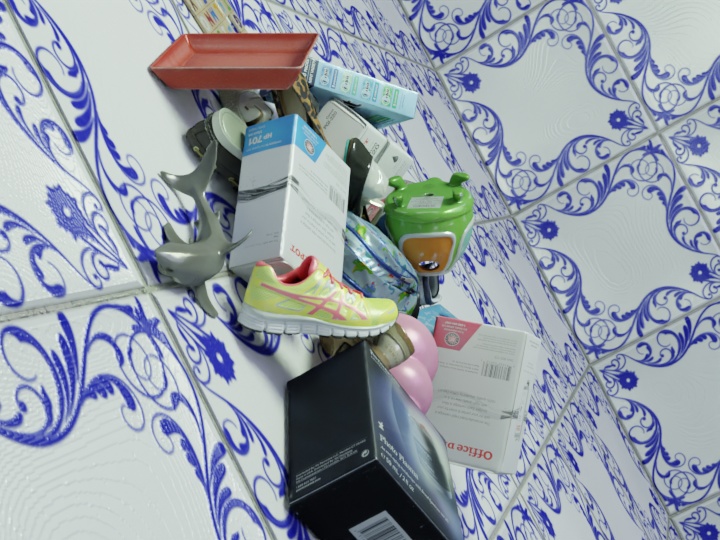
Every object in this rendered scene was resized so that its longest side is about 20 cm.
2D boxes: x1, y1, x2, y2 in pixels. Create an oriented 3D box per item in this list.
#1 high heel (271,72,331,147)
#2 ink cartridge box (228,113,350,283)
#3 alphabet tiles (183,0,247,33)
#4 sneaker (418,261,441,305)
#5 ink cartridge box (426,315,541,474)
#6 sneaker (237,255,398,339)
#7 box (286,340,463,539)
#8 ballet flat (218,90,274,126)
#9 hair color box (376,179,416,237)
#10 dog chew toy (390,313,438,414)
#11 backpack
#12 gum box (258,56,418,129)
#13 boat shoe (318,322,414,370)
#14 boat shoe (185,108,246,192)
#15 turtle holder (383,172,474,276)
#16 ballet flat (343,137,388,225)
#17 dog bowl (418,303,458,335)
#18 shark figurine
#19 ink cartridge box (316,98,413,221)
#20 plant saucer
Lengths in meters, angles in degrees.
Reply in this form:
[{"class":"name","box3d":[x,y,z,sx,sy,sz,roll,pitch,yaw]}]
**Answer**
[{"class":"high heel","box3d":[-0.083,-0.179,1.658,0.143,0.070,0.203,40,38,-68]},{"class":"ink cartridge box","box3d":[-0.085,-0.069,1.494,0.146,0.085,0.203,41,47,-51]},{"class":"alphabet tiles","box3d":[-0.227,-0.402,1.858,0.168,0.007,0.201,57,16,-16]},{"class":"sneaker","box3d":[0.071,0.008,1.878,0.201,0.107,0.071,-89,166,-67]},{"class":"ink cartridge box","box3d":[0.165,0.179,1.706,0.083,0.144,0.203,24,77,-63]},{"class":"sneaker","box3d":[-0.042,0.030,1.382,0.078,0.197,0.092,14,-81,63]},{"class":"box","box3d":[0.015,0.227,1.357,0.201,0.122,0.200,52,17,-32]},{"class":"ballet flat","box3d":[-0.134,-0.194,1.673,0.067,0.062,0.202,-20,81,-46]},{"class":"hair color box","box3d":[0.064,-0.097,1.988,0.061,0.099,0.200,56,-2,-9]},{"class":"dog chew toy","box3d":[0.043,0.153,1.585,0.125,0.123,0.202,50,28,-34]},{"class":"backpack","box3d":[0.000,0.000,1.675,0.199,0.154,0.164,5,40,-54]},{"class":"gum box","box3d":[-0.036,-0.268,1.820,0.197,0.169,0.045,14,83,-23]},{"class":"boat shoe","box3d":[-0.009,0.096,1.494,0.072,0.064,0.199,55,-23,-14]},{"class":"boat shoe","box3d":[-0.150,-0.136,1.554,0.201,0.060,0.073,46,32,-47]},{"class":"turtle holder","box3d":[0.098,-0.073,1.790,0.186,0.139,0.134,-136,-143,-63]},{"class":"ballet flat","box3d":[0.005,-0.115,1.731,0.201,0.067,0.069,98,6,-54]},{"class":"dog bowl","box3d":[0.093,0.103,1.841,0.050,0.111,0.200,48,14,10]},{"class":"shark figurine","box3d":[-0.161,-0.043,1.325,0.129,0.089,0.216,53,20,-30]},{"class":"ink cartridge box","box3d":[-0.019,-0.158,1.819,0.085,0.147,0.199,39,6,26]},{"class":"plant saucer","box3d":[-0.161,-0.278,1.582,0.200,0.196,0.037,-78,167,-66]}]
